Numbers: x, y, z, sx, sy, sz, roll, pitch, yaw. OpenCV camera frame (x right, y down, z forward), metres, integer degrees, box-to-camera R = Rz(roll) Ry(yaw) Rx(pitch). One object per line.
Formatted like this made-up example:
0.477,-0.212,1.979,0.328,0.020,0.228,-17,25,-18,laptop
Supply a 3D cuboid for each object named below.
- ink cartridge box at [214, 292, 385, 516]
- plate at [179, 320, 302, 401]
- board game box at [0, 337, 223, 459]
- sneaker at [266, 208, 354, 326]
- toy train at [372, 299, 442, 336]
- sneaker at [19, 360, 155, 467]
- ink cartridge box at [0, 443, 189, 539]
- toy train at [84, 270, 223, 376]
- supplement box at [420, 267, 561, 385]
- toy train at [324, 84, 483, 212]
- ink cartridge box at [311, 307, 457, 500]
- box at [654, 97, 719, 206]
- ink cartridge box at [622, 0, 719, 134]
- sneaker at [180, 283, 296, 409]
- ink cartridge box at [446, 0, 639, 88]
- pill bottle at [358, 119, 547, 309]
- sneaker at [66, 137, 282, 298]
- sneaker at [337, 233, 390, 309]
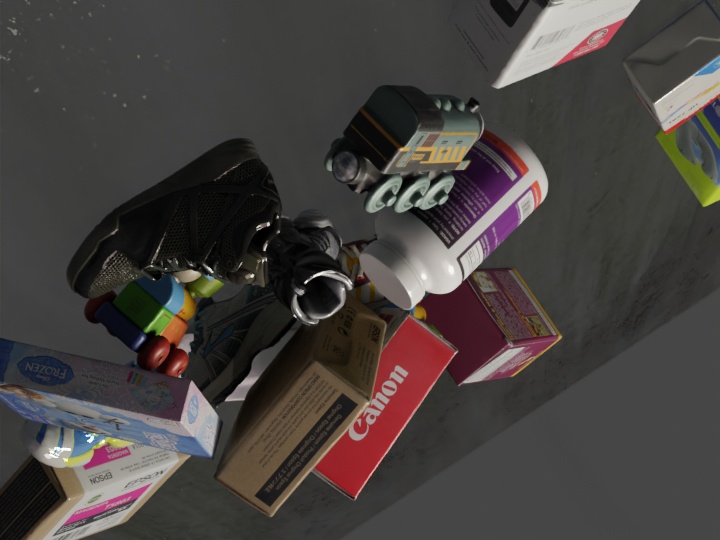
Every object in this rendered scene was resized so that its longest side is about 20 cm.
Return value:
-0.056,0.127,1.634,0.165,0.075,0.200,-51,-171,21,ink cartridge box
-0.121,0.094,1.808,0.198,0.033,0.200,-3,155,-17,plate
-0.238,0.120,1.497,0.197,0.044,0.200,11,165,7,board game box
-0.051,0.000,1.606,0.076,0.114,0.200,-46,161,13,sneaker
0.061,0.050,1.987,0.084,0.116,0.200,-36,164,11,toy train
-0.272,0.139,1.694,0.105,0.076,0.200,-52,166,19,sneaker
-0.321,0.251,1.897,0.199,0.075,0.165,-14,156,-49,ink cartridge box
-0.176,0.038,1.547,0.116,0.085,0.200,-49,166,-4,toy train
0.178,0.076,2.273,0.103,0.131,0.200,-40,163,22,supplement box
0.048,-0.118,1.540,0.114,0.085,0.199,-51,159,23,toy train
0.011,0.144,1.784,0.201,0.084,0.176,-55,-172,-7,ink cartridge box
0.458,-0.180,2.087,0.047,0.122,0.200,-26,162,-19,box
0.377,-0.228,1.884,0.116,0.068,0.200,-36,165,9,ink cartridge box
-0.146,0.076,1.675,0.200,0.086,0.078,-47,175,-7,sneaker
0.181,-0.260,1.368,0.144,0.084,0.200,-23,161,-32,ink cartridge box
0.093,-0.055,1.676,0.200,0.112,0.113,-43,168,-17,pill bottle
-0.151,-0.016,1.380,0.198,0.115,0.076,-31,163,-1,sneaker
0.000,0.000,1.762,0.199,0.075,0.090,-33,150,27,sneaker
